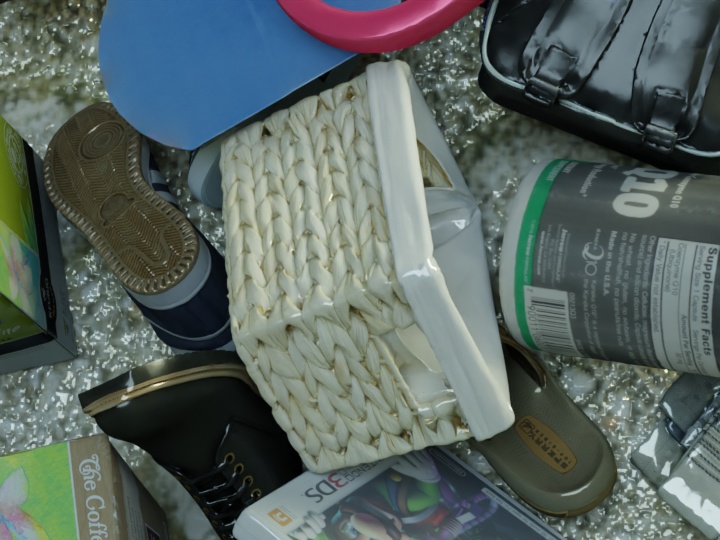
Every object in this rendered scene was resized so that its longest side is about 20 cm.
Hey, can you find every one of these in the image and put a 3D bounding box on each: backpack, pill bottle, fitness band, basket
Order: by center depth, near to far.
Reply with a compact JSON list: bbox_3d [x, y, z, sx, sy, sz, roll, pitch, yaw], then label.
[{"bbox_3d":[0.032,-0.212,1.355,0.200,0.037,0.144,-38,74,5],"label":"fitness band"},{"bbox_3d":[0.000,0.000,1.355,0.123,0.136,0.200,-19,39,12],"label":"basket"},{"bbox_3d":[0.189,0.002,1.356,0.199,0.113,0.114,8,76,24],"label":"pill bottle"},{"bbox_3d":[0.176,-0.167,1.400,0.177,0.151,0.201,21,88,8],"label":"backpack"}]

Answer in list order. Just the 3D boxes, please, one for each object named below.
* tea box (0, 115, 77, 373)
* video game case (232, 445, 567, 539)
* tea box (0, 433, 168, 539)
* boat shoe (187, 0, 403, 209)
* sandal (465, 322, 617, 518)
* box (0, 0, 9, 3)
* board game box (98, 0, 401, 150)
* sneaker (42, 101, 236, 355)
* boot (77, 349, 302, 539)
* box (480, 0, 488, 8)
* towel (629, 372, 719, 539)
[{"bbox_3d":[-0.296,-0.011,1.418,0.199,0.197,0.134,-12,74,6],"label":"tea box"},{"bbox_3d":[0.053,0.169,1.329,0.200,0.182,0.023,37,119,16],"label":"video game case"},{"bbox_3d":[-0.205,0.224,1.350,0.196,0.134,0.201,-14,62,5],"label":"tea box"},{"bbox_3d":[-0.057,-0.136,1.483,0.091,0.071,0.200,36,86,31],"label":"boat shoe"},{"bbox_3d":[0.068,0.066,1.400,0.080,0.054,0.200,-45,62,-11],"label":"sandal"},{"bbox_3d":[-0.185,-0.292,1.460,0.199,0.165,0.166,-23,35,2],"label":"box"},{"bbox_3d":[-0.060,-0.151,1.429,0.200,0.039,0.158,-29,54,7],"label":"board game box"},{"bbox_3d":[-0.124,-0.017,1.465,0.070,0.109,0.200,-37,42,1],"label":"sneaker"},{"bbox_3d":[-0.075,0.123,1.345,0.077,0.200,0.139,-21,75,26],"label":"boot"},{"bbox_3d":[0.103,-0.272,1.447,0.079,0.141,0.200,29,82,19],"label":"box"},{"bbox_3d":[0.281,0.098,1.373,0.200,0.035,0.193,39,85,18],"label":"towel"}]
